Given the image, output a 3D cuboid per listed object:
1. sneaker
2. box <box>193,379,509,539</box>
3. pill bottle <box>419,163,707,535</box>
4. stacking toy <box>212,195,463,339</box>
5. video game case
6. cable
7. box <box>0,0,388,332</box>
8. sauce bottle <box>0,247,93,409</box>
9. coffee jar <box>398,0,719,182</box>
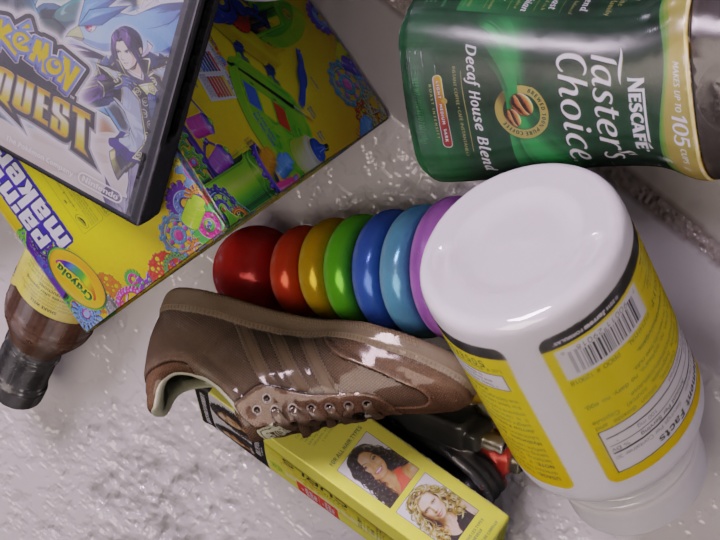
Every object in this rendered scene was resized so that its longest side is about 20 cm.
[{"bbox_3d":[-0.030,0.067,1.116,0.198,0.070,0.076,11,76,24],"label":"sneaker"},{"bbox_3d":[-0.006,0.117,1.173,0.199,0.050,0.075,34,161,13],"label":"box"},{"bbox_3d":[0.115,0.049,1.028,0.110,0.112,0.201,-1,139,29],"label":"pill bottle"},{"bbox_3d":[0.000,0.000,1.133,0.199,0.085,0.086,0,111,37],"label":"stacking toy"},{"bbox_3d":[-0.161,-0.144,0.950,0.199,0.025,0.182,29,121,15],"label":"video game case"},{"bbox_3d":[0.028,0.075,1.179,0.199,0.050,0.098,23,138,33],"label":"cable"},{"bbox_3d":[-0.119,-0.108,1.073,0.122,0.192,0.201,-34,92,35],"label":"box"},{"bbox_3d":[-0.186,0.006,1.239,0.065,0.065,0.201,38,123,9],"label":"sauce bottle"},{"bbox_3d":[0.123,-0.098,1.008,0.198,0.085,0.105,1,112,28],"label":"coffee jar"}]
